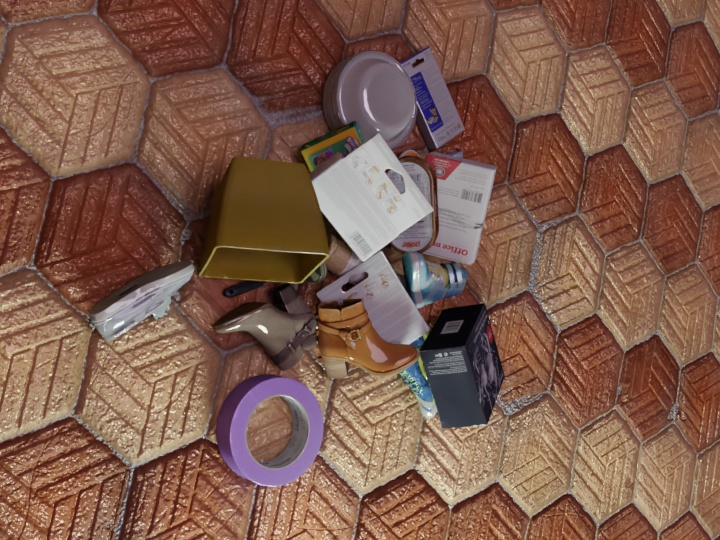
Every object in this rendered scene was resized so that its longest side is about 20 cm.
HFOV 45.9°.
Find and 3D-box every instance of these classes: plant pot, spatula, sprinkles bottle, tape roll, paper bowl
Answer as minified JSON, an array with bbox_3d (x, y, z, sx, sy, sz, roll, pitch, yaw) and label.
[{"bbox_3d":[-0.177,-0.092,1.527,0.197,0.200,0.179,4,73,-19],"label":"plant pot"},{"bbox_3d":[-0.174,0.015,1.635,0.198,0.020,0.057,-22,89,-29],"label":"spatula"},{"bbox_3d":[0.000,0.000,1.724,0.199,0.068,0.069,30,74,-29],"label":"sprinkles bottle"},{"bbox_3d":[-0.170,0.301,1.610,0.198,0.065,0.203,1,88,-34],"label":"tape roll"},{"bbox_3d":[0.030,-0.342,1.727,0.198,0.104,0.204,-1,91,-33],"label":"paper bowl"}]

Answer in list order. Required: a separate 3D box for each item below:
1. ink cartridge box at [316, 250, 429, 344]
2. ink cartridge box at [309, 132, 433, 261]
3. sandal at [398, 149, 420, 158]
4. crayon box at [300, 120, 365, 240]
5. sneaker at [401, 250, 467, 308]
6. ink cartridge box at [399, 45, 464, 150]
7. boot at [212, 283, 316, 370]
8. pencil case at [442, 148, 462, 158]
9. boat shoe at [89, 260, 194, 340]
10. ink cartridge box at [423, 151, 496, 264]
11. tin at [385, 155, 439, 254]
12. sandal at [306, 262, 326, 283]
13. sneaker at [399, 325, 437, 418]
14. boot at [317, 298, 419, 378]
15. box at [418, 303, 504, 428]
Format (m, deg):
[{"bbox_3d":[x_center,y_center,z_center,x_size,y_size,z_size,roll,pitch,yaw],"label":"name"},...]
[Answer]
[{"bbox_3d":[0.023,0.081,1.719,0.161,0.050,0.201,-33,105,-1],"label":"ink cartridge box"},{"bbox_3d":[0.015,-0.143,1.616,0.175,0.045,0.201,-35,118,9],"label":"ink cartridge box"},{"bbox_3d":[0.091,-0.159,1.791,0.079,0.059,0.209,35,71,-28],"label":"sandal"},{"bbox_3d":[-0.022,-0.177,1.679,0.117,0.058,0.202,-22,106,12],"label":"crayon box"},{"bbox_3d":[0.156,0.003,1.744,0.129,0.200,0.080,-16,67,-1],"label":"sneaker"},{"bbox_3d":[0.150,-0.373,1.847,0.094,0.037,0.202,-35,111,-28],"label":"ink cartridge box"},{"bbox_3d":[-0.169,0.122,1.613,0.199,0.070,0.148,-27,110,-26],"label":"boot"},{"bbox_3d":[0.204,-0.159,1.853,0.082,0.091,0.203,-16,98,0],"label":"pencil case"},{"bbox_3d":[-0.372,0.053,1.483,0.200,0.070,0.072,-32,117,-25],"label":"boat shoe"},{"bbox_3d":[0.190,-0.131,1.770,0.145,0.083,0.203,15,105,10],"label":"ink cartridge box"},{"bbox_3d":[0.100,-0.131,1.731,0.042,0.110,0.203,-32,119,-69],"label":"tin"},{"bbox_3d":[-0.104,-0.078,1.654,0.057,0.079,0.204,-20,100,-47],"label":"sandal"},{"bbox_3d":[0.106,0.214,1.798,0.104,0.076,0.203,-4,84,-21],"label":"sneaker"},{"bbox_3d":[0.013,0.126,1.660,0.197,0.074,0.157,-9,111,-4],"label":"boot"},{"bbox_3d":[0.218,0.198,1.786,0.200,0.103,0.184,-51,127,-58],"label":"box"}]
